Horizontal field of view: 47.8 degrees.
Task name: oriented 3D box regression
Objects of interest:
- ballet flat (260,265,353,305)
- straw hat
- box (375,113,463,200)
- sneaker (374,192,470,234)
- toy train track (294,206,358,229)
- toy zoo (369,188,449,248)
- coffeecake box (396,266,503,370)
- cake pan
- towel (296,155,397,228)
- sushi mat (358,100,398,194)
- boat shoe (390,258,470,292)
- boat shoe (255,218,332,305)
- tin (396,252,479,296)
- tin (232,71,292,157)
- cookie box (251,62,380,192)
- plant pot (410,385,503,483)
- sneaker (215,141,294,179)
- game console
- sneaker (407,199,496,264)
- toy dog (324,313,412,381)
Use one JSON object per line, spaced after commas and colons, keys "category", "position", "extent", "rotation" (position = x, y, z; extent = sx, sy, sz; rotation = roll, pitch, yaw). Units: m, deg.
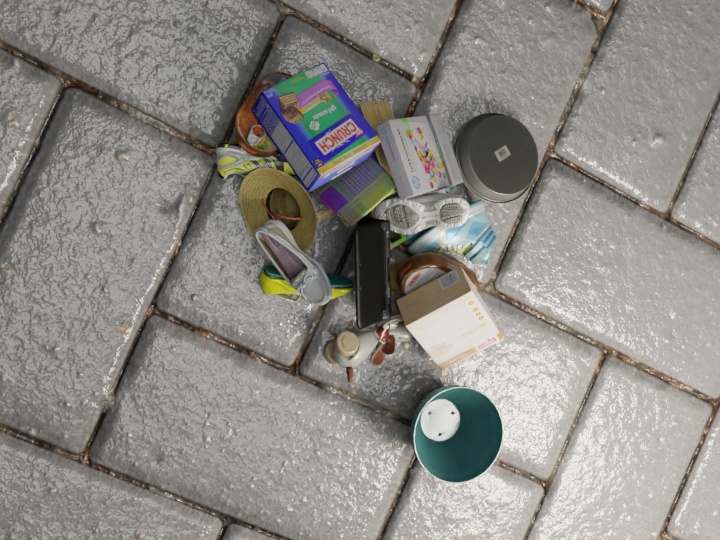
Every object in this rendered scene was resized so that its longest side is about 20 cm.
{"category": "ballet flat", "position": [-0.114, 0.037, 1.703], "extent": [0.196, 0.067, 0.068], "rotation": [9, 113, -10]}
{"category": "straw hat", "position": [-0.149, -0.132, 1.656], "extent": [0.202, 0.200, 0.085], "rotation": [56, 41, -10]}
{"category": "box", "position": [0.125, -0.238, 1.674], "extent": [0.199, 0.041, 0.158], "rotation": [-18, 89, -50]}
{"category": "sneaker", "position": [0.129, -0.125, 1.702], "extent": [0.196, 0.100, 0.079], "rotation": [0, 108, 4]}
{"category": "toy train track", "position": [-0.060, -0.125, 1.713], "extent": [0.198, 0.033, 0.116], "rotation": [-27, 99, -8]}
{"category": "toy zoo", "position": [0.112, -0.149, 1.744], "extent": [0.198, 0.020, 0.133], "rotation": [-31, 101, -18]}
{"category": "coffeecake box", "position": [0.189, 0.104, 1.689], "extent": [0.152, 0.074, 0.200], "rotation": [-28, 137, 11]}
{"category": "cake pan", "position": [0.302, -0.247, 1.763], "extent": [0.197, 0.037, 0.204], "rotation": [2, 83, -18]}
{"category": "towel", "position": [-0.028, -0.186, 1.661], "extent": [0.143, 0.023, 0.200], "rotation": [-40, 59, -9]}
{"category": "sushi mat", "position": [0.059, -0.259, 1.698], "extent": [0.095, 0.012, 0.203], "rotation": [-15, 85, -44]}
{"category": "boat shoe", "position": [0.141, 0.012, 1.750], "extent": [0.197, 0.063, 0.075], "rotation": [-1, 94, -13]}
{"category": "boat shoe", "position": [-0.135, -0.010, 1.616], "extent": [0.074, 0.065, 0.203], "rotation": [-33, 96, 27]}
{"category": "tin", "position": [0.165, 0.028, 1.696], "extent": [0.198, 0.042, 0.112], "rotation": [21, 122, -34]}
{"category": "tin", "position": [-0.179, -0.312, 1.631], "extent": [0.111, 0.042, 0.202], "rotation": [32, 59, -6]}
{"category": "cookie box", "position": [-0.086, -0.284, 1.598], "extent": [0.170, 0.075, 0.201], "rotation": [-33, 85, -32]}
{"category": "plant pot", "position": [0.190, 0.337, 1.746], "extent": [0.196, 0.135, 0.204], "rotation": [-1, 93, -13]}
{"category": "sneaker", "position": [-0.198, -0.214, 1.664], "extent": [0.196, 0.076, 0.078], "rotation": [8, 104, -5]}
{"category": "game console", "position": [0.000, 0.000, 1.646], "extent": [0.115, 0.175, 0.204], "rotation": [-5, 99, -28]}
{"category": "sneaker", "position": [0.208, -0.052, 1.749], "extent": [0.198, 0.080, 0.132], "rotation": [-30, 93, -8]}
{"category": "toy dog", "position": [0.023, 0.173, 1.714], "extent": [0.197, 0.132, 0.098], "rotation": [-17, 75, -1]}
